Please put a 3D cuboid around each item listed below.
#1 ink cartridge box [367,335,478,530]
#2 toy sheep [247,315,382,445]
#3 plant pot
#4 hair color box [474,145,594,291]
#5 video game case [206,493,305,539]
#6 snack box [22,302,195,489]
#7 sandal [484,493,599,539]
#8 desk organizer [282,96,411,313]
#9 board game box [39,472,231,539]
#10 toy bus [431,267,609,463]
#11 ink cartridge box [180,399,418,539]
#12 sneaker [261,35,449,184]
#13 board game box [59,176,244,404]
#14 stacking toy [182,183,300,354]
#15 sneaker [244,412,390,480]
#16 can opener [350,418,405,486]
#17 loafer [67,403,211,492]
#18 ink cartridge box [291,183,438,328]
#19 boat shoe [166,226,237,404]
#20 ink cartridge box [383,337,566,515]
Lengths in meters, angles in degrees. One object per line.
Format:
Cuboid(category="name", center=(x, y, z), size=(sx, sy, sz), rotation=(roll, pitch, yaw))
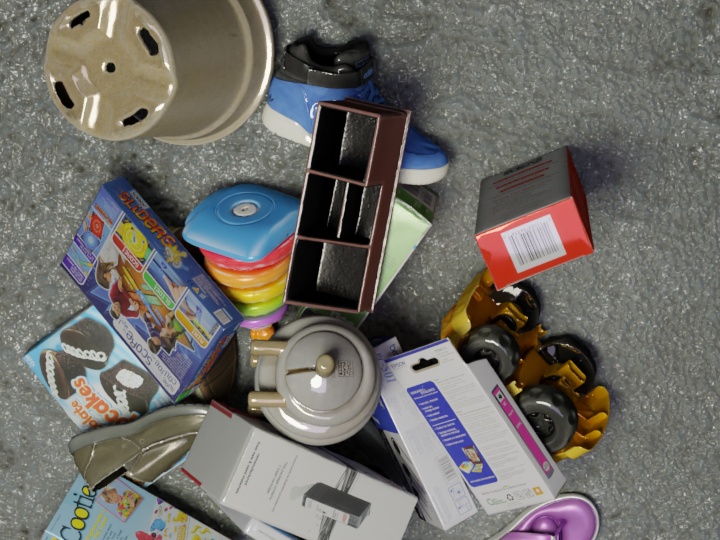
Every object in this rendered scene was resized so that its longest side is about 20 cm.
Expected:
Cuboid(category="ink cartridge box", center=(0.050, 0.167, 1.561), size=(0.044, 0.094, 0.202), rotation=(-26, 95, -13))
Cuboid(category="toy sheep", center=(-0.043, 0.105, 1.450), size=(0.136, 0.200, 0.140), rotation=(0, 83, -4))
Cuboid(category="plant pot", center=(-0.205, -0.206, 1.439), size=(0.198, 0.183, 0.203), rotation=(4, 105, 16))
Cuboid(category="hair color box", center=(0.168, -0.054, 1.452), size=(0.101, 0.200, 0.062), rotation=(-21, 105, 13))
Cuboid(category="video game case", center=(-0.066, 0.291, 1.585), size=(0.181, 0.200, 0.022), rotation=(34, 83, -16))
Cuboid(category="snack box", center=(-0.265, 0.137, 1.652), size=(0.116, 0.037, 0.201), rotation=(-34, 101, 16))
Cuboid(category="sandal", center=(0.177, 0.319, 1.651), size=(0.202, 0.050, 0.083), rotation=(-33, 102, 15))
Cuboid(category="desk organizer", center=(-0.014, -0.060, 1.434), size=(0.071, 0.077, 0.202), rotation=(15, 102, 20))
Cuboid(category="board game box", center=(-0.249, 0.317, 1.657), size=(0.199, 0.105, 0.103), rotation=(31, 140, -4))
Cuboid(category="toy bus", center=(0.132, 0.127, 1.565), size=(0.200, 0.136, 0.192), rotation=(48, 123, -7))
Cuboid(category="ink cartridge box", center=(-0.062, 0.216, 1.511), size=(0.199, 0.144, 0.084), rotation=(27, 85, -23))
Cuboid(category="sneaker", center=(0.006, -0.166, 1.499), size=(0.198, 0.077, 0.112), rotation=(22, 119, 6))
Cuboid(category="board game box", center=(-0.219, 0.021, 1.551), size=(0.200, 0.034, 0.136), rotation=(49, 132, 12))
Cuboid(category="stacking toy", center=(-0.109, 0.019, 1.573), size=(0.109, 0.116, 0.202), rotation=(18, 131, 30))
Cuboid(category="sneaker", center=(-0.068, 0.200, 1.637), size=(0.197, 0.060, 0.105), rotation=(-1, 112, 11))
Cuboid(category="can opener", center=(-0.019, 0.160, 1.624), size=(0.200, 0.053, 0.067), rotation=(41, 109, -10))
Cuboid(category="loafer", center=(-0.217, 0.190, 1.598), size=(0.198, 0.075, 0.070), rotation=(-17, 77, 22))
Cuboid(category="ink cartridge box", center=(0.000, 0.000, 1.541), size=(0.059, 0.104, 0.201), rotation=(34, 109, -4))
Cuboid(category="boat shoe", center=(-0.187, 0.047, 1.607), size=(0.075, 0.072, 0.202), rotation=(3, 111, 33))
Cuboid(category="ink cartridge box", center=(0.114, 0.150, 1.489), size=(0.094, 0.037, 0.201), rotation=(-22, 109, 45))
